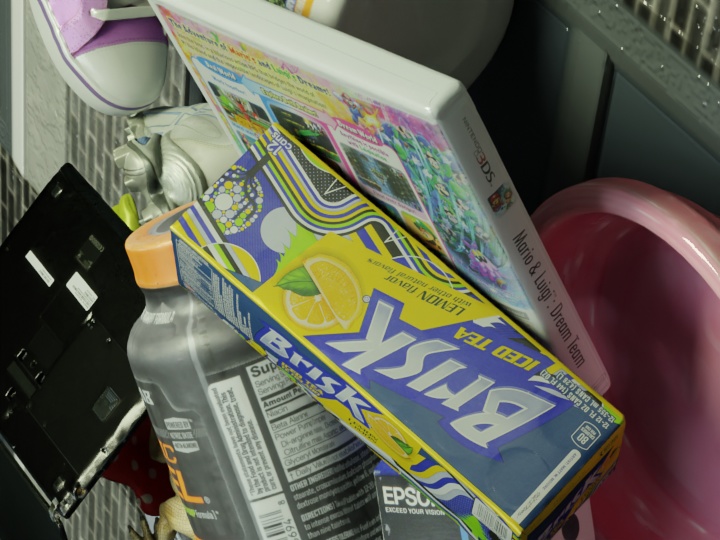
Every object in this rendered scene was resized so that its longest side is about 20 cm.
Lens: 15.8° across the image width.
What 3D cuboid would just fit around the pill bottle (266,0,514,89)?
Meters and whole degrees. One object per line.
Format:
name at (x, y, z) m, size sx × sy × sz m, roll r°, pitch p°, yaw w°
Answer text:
pill bottle at (-0.029, -0.157, 1.188) m, size 0.200 × 0.112 × 0.113 m, roll 40°, pitch 142°, yaw 40°

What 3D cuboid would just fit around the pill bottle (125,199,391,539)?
pill bottle at (-0.043, 0.065, 1.202) m, size 0.106 × 0.106 × 0.201 m, roll 3°, pitch 116°, yaw 60°

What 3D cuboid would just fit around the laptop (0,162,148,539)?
laptop at (-0.148, 0.079, 1.389) m, size 0.103 × 0.200 × 0.177 m, roll 32°, pitch -172°, yaw -44°

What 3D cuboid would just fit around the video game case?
video game case at (0.006, -0.037, 1.113) m, size 0.200 × 0.024 × 0.182 m, roll 28°, pitch 155°, yaw 46°

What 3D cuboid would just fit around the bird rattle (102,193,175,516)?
bird rattle at (-0.111, 0.060, 1.490) m, size 0.200 × 0.113 × 0.163 m, roll 49°, pitch -174°, yaw 31°

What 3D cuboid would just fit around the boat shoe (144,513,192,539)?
boat shoe at (-0.061, 0.176, 1.533) m, size 0.066 × 0.070 × 0.201 m, roll -48°, pitch 63°, yaw 41°

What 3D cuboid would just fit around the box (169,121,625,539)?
box at (0.015, 0.033, 1.090) m, size 0.200 × 0.070 × 0.064 m, roll 41°, pitch 164°, yaw 15°

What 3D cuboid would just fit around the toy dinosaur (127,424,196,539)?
toy dinosaur at (-0.080, 0.123, 1.327) m, size 0.101 × 0.058 × 0.201 m, roll 124°, pitch 132°, yaw -63°

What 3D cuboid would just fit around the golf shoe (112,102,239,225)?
golf shoe at (-0.074, -0.058, 1.382) m, size 0.200 × 0.097 × 0.079 m, roll -112°, pitch -2°, yaw -78°

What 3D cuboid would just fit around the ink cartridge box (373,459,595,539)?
ink cartridge box at (0.060, 0.143, 1.152) m, size 0.099 × 0.039 × 0.201 m, roll -3°, pitch 97°, yaw 42°

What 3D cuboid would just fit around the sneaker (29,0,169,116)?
sneaker at (-0.127, -0.186, 1.367) m, size 0.114 × 0.072 × 0.202 m, roll -10°, pitch 91°, yaw 57°

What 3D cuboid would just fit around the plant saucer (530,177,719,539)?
plant saucer at (0.139, 0.053, 1.103) m, size 0.200 × 0.051 × 0.201 m, roll 40°, pitch 140°, yaw 43°
